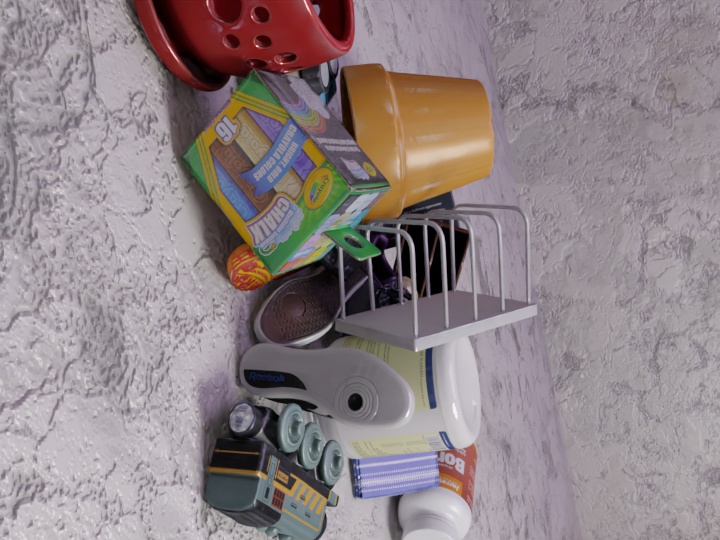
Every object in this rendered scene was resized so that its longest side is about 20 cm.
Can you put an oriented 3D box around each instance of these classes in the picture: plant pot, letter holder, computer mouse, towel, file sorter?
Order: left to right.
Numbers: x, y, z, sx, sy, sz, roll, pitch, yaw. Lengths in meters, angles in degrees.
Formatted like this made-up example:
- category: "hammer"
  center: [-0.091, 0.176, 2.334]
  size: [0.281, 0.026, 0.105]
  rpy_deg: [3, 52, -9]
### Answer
- category: "plant pot"
  center: [-0.119, -0.293, 0.845]
  size: [0.200, 0.178, 0.206]
  rpy_deg: [-12, 90, -70]
- category: "computer mouse"
  center: [0.000, 0.000, 0.986]
  size: [0.200, 0.034, 0.059]
  rpy_deg: [44, 69, -35]
- category: "towel"
  center: [0.040, 0.202, 1.146]
  size: [0.142, 0.024, 0.205]
  rpy_deg: [1, 77, -34]
- category: "plant pot"
  center: [0.074, -0.174, 1.096]
  size: [0.200, 0.178, 0.206]
  rpy_deg: [172, -90, -86]
- category: "letter holder"
  center: [0.082, 0.048, 1.208]
  size: [0.143, 0.098, 0.203]
  rpy_deg: [-68, 173, -55]
- category: "file sorter"
  center: [0.084, -0.001, 0.947]
  size: [0.197, 0.137, 0.128]
  rpy_deg: [-12, 103, -38]

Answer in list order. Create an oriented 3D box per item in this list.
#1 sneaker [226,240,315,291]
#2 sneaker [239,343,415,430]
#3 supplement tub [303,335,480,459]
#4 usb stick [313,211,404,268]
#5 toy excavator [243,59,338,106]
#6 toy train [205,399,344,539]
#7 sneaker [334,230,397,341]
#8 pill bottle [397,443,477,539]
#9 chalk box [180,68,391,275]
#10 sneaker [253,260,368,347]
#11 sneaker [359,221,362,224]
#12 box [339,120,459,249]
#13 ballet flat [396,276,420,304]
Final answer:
- category: "sneaker"
  center: [-0.106, -0.026, 0.928]
  size: [0.078, 0.072, 0.200]
  rpy_deg: [63, 13, 0]
- category: "sneaker"
  center: [-0.019, 0.120, 0.875]
  size: [0.112, 0.196, 0.075]
  rpy_deg: [32, 71, -62]
- category: "supplement tub"
  center: [0.035, 0.146, 0.999]
  size: [0.145, 0.195, 0.149]
  rpy_deg: [-9, 90, -70]
- category: "usb stick"
  center: [-0.003, -0.055, 1.161]
  size: [0.199, 0.032, 0.057]
  rpy_deg: [-28, 107, -47]
- category: "toy excavator"
  center: [-0.070, -0.194, 1.088]
  size: [0.195, 0.097, 0.205]
  rpy_deg: [-69, 155, -62]
- category: "toy train"
  center: [-0.081, 0.207, 0.838]
  size: [0.201, 0.083, 0.116]
  rpy_deg: [54, 43, -52]
- category: "sneaker"
  center: [0.013, 0.045, 1.081]
  size: [0.073, 0.086, 0.205]
  rpy_deg: [-18, 102, -42]
- category: "pill bottle"
  center: [0.115, 0.334, 1.250]
  size: [0.202, 0.110, 0.114]
  rpy_deg: [-73, 145, -54]
- category: "chalk box"
  center: [-0.059, -0.083, 0.849]
  size: [0.201, 0.124, 0.124]
  rpy_deg: [52, 21, 9]
- category: "sneaker"
  center: [-0.062, 0.045, 0.991]
  size: [0.073, 0.085, 0.199]
  rpy_deg: [51, 44, 3]
- category: "sneaker"
  center: [-0.085, -0.111, 1.016]
  size: [0.074, 0.080, 0.201]
  rpy_deg: [-50, 119, -18]
- category: "box"
  center: [0.061, -0.146, 1.287]
  size: [0.107, 0.145, 0.205]
  rpy_deg: [-62, 138, -81]
- category: "ballet flat"
  center: [0.090, 0.090, 1.127]
  size: [0.067, 0.056, 0.203]
  rpy_deg: [-69, 144, -52]
